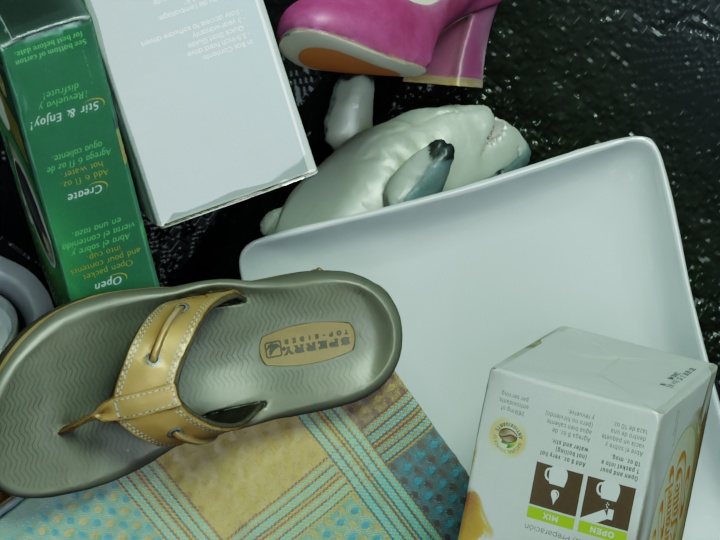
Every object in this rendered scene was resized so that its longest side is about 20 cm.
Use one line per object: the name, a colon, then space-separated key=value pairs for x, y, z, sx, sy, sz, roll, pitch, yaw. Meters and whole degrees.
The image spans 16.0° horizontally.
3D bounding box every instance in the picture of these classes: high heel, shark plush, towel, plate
high heel: x=0.019 y=-0.135 z=1.154 sx=0.067 sy=0.200 sz=0.097 roll=7 pitch=93 yaw=28
shark plush: x=0.000 y=0.000 z=1.230 sx=0.083 sy=0.091 sz=0.201 roll=37 pitch=84 yaw=-45
towel: x=-0.055 y=0.113 z=1.140 sx=0.200 sy=0.022 sz=0.147 roll=-38 pitch=100 yaw=-15
plate: x=0.063 y=0.055 z=1.184 sx=0.198 sy=0.032 sz=0.201 roll=-15 pitch=102 yaw=4

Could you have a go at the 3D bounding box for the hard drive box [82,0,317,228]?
hard drive box: x=-0.097 y=-0.133 z=1.142 sx=0.076 sy=0.156 sz=0.201 roll=-19 pitch=103 yaw=-9

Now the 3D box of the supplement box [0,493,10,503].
supplement box: x=-0.165 y=0.126 z=1.208 sx=0.198 sy=0.069 sz=0.067 roll=12 pitch=117 yaw=-12

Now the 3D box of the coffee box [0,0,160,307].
coffee box: x=-0.131 y=-0.051 z=1.128 sx=0.044 sy=0.123 sz=0.201 roll=-19 pitch=128 yaw=-10

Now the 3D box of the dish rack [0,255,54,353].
dish rack: x=-0.243 y=0.058 z=1.146 sx=0.171 sy=0.044 sz=0.201 roll=23 pitch=53 yaw=-3

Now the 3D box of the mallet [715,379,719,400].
mallet: x=0.090 y=0.094 z=1.278 sx=0.198 sy=0.041 sz=0.066 roll=-8 pitch=100 yaw=-6

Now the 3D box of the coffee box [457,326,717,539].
coffee box: x=0.089 y=0.137 z=1.118 sx=0.079 sy=0.114 sz=0.202 roll=14 pitch=102 yaw=19

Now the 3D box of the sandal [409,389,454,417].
sandal: x=0.066 y=0.046 z=1.251 sx=0.198 sy=0.080 sz=0.088 roll=-6 pitch=59 yaw=-1

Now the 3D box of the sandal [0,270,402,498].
sandal: x=-0.068 y=0.047 z=1.094 sx=0.198 sy=0.055 sz=0.082 roll=-9 pitch=100 yaw=-19
